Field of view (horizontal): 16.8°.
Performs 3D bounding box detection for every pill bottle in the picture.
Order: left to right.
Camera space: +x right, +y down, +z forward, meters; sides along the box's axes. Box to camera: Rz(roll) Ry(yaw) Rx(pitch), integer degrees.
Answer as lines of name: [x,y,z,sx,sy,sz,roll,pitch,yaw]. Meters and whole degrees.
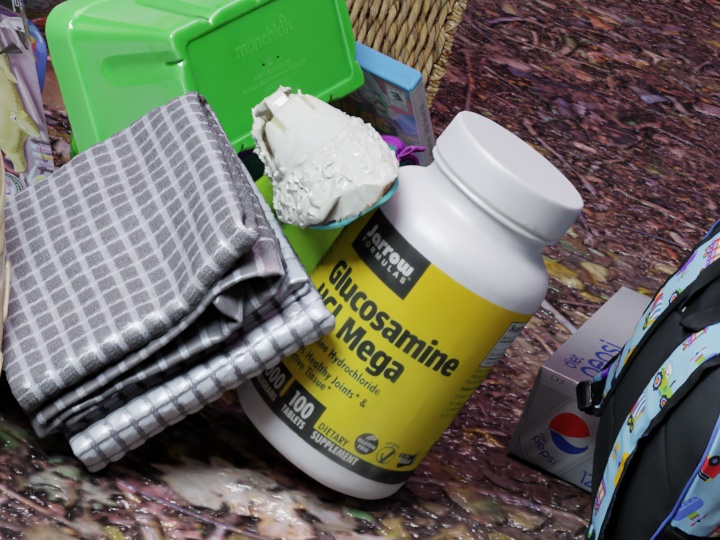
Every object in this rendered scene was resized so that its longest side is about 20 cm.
pill bottle: [0.030,0.017,1.331,0.112,0.200,0.113,33,17,-11]

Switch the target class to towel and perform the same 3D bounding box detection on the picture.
towel: [-0.123,-0.001,1.320,0.086,0.165,0.200,60,0,-34]

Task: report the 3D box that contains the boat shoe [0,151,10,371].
boat shoe: [-0.214,0.007,1.260,0.072,0.065,0.201,-7,53,-1]

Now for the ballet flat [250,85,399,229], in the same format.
ballet flat: [-0.031,-0.066,1.335,0.071,0.072,0.200,15,5,-13]

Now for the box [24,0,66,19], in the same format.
box: [-0.287,-0.231,1.676,0.199,0.102,0.112,-5,-16,27]

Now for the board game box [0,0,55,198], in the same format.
board game box: [-0.256,-0.114,1.540,0.120,0.032,0.201,12,47,-34]

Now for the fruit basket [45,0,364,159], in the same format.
fruit basket: [-0.125,-0.126,1.587,0.214,0.156,0.216,-13,19,4]

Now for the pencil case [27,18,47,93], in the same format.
pencil case: [-0.298,-0.130,1.608,0.087,0.078,0.200,-18,-7,39]

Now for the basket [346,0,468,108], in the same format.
basket: [-0.011,-0.230,1.951,0.148,0.201,0.143,0,27,-38]

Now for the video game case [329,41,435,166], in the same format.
video game case: [-0.009,-0.110,1.726,0.143,0.018,0.200,27,-20,20]

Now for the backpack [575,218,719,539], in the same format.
backpack: [0.204,0.079,1.312,0.134,0.200,0.183,18,43,-7]

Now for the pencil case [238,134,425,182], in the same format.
pencil case: [-0.057,-0.087,1.701,0.199,0.093,0.085,28,16,18]

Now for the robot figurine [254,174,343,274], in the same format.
robot figurine: [0.000,0.000,1.496,0.175,0.116,0.200,28,14,-26]

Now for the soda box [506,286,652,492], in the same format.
soda box: [0.160,0.073,1.535,0.068,0.064,0.200,25,21,14]
